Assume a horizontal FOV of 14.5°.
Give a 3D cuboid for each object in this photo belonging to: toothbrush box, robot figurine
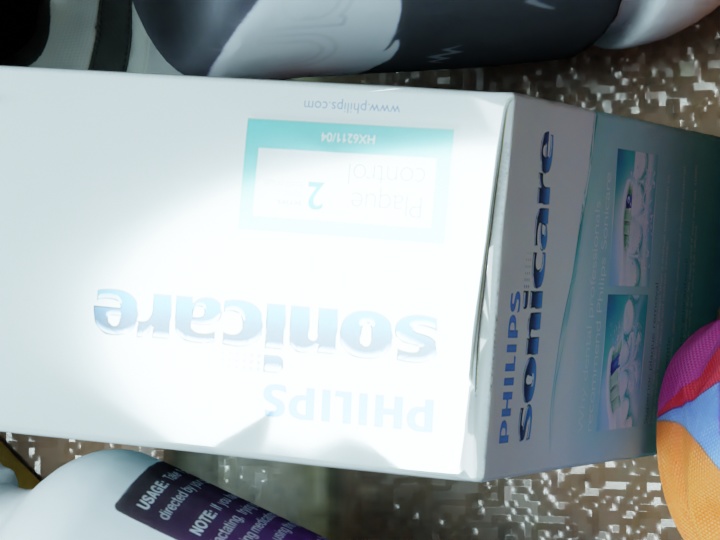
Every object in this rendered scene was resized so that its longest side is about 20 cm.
[{"bbox_3d":[0.000,0.000,0.688,0.146,0.200,0.085,5,92,24],"label":"toothbrush box"},{"bbox_3d":[0.009,-0.112,0.693,0.125,0.200,0.150,103,155,-44],"label":"robot figurine"}]

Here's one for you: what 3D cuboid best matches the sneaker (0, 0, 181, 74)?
[{"bbox_3d":[-0.131,-0.042,0.801,0.200,0.080,0.074,-29,53,18],"label":"sneaker"}]

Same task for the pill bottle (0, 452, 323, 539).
[{"bbox_3d":[-0.031,0.117,0.687,0.200,0.112,0.113,25,99,8],"label":"pill bottle"}]

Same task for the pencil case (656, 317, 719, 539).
[{"bbox_3d":[0.147,0.016,0.611,0.200,0.088,0.089,-36,74,55],"label":"pencil case"}]

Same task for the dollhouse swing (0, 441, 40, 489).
[{"bbox_3d":[-0.166,0.153,0.783,0.200,0.182,0.176,-51,52,14],"label":"dollhouse swing"}]
